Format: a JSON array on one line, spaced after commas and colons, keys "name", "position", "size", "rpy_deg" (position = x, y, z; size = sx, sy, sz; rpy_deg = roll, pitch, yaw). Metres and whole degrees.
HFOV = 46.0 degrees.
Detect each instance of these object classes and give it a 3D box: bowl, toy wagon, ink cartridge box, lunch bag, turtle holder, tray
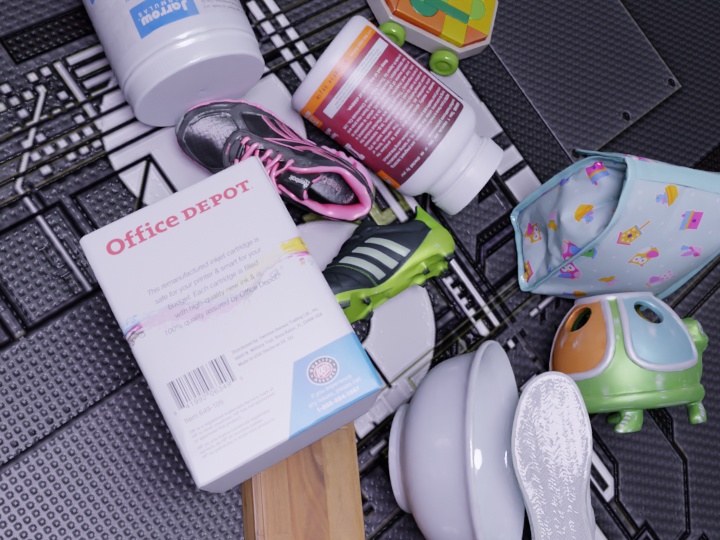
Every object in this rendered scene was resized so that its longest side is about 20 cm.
[{"name": "bowl", "position": [0.082, 0.165, 0.747], "size": [0.201, 0.090, 0.202], "rpy_deg": [-6, 90, -69]}, {"name": "toy wagon", "position": [0.060, -0.315, 0.956], "size": [0.200, 0.040, 0.156], "rpy_deg": [22, 64, -17]}, {"name": "ink cartridge box", "position": [-0.097, 0.047, 0.663], "size": [0.146, 0.146, 0.200], "rpy_deg": [-27, 77, -10]}, {"name": "lunch bag", "position": [0.277, -0.051, 0.868], "size": [0.170, 0.200, 0.122], "rpy_deg": [8, 61, -21]}, {"name": "turtle holder", "position": [0.280, 0.088, 0.849], "size": [0.185, 0.141, 0.132], "rpy_deg": [-5, 82, -3]}, {"name": "tray", "position": [-0.046, 0.231, 0.719], "size": [0.098, 0.037, 0.201], "rpy_deg": [2, 71, -25]}]

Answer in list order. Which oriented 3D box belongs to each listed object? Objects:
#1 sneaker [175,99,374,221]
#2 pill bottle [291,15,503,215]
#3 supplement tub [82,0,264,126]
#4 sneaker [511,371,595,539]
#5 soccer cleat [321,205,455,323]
[{"name": "sneaker", "position": [-0.072, -0.096, 0.778], "size": [0.200, 0.095, 0.079], "rpy_deg": [20, 105, -16]}, {"name": "pill bottle", "position": [0.040, -0.148, 0.847], "size": [0.200, 0.113, 0.113], "rpy_deg": [38, 61, -8]}, {"name": "supplement tub", "position": [-0.183, -0.249, 0.768], "size": [0.132, 0.132, 0.200], "rpy_deg": [-21, 81, -29]}, {"name": "sneaker", "position": [0.182, 0.196, 0.795], "size": [0.073, 0.116, 0.201], "rpy_deg": [-4, 83, 11]}, {"name": "soccer cleat", "position": [0.000, 0.000, 0.812], "size": [0.200, 0.068, 0.081], "rpy_deg": [-25, 62, -27]}]
